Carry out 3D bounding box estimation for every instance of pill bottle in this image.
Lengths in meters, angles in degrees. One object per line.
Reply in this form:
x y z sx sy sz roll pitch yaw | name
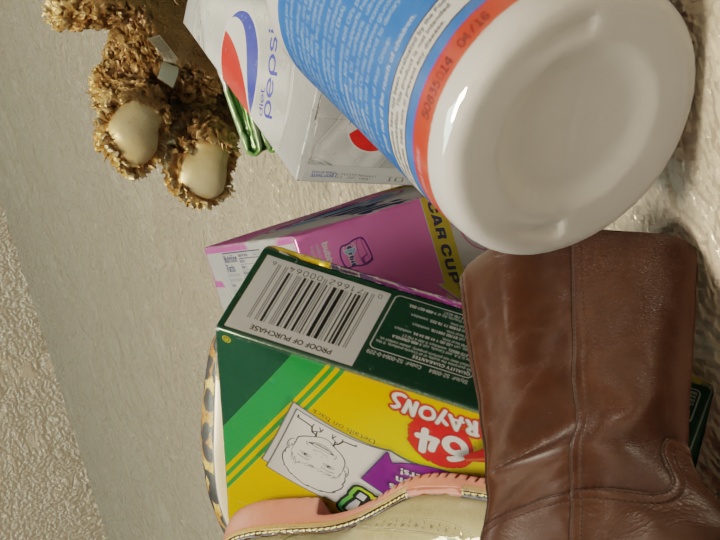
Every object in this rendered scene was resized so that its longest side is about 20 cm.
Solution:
0.030 -0.102 0.707 0.200 0.112 0.113 47 151 44 | pill bottle

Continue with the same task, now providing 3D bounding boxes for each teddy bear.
-0.127 -0.120 1.095 0.067 0.145 0.201 -43 57 36 | teddy bear

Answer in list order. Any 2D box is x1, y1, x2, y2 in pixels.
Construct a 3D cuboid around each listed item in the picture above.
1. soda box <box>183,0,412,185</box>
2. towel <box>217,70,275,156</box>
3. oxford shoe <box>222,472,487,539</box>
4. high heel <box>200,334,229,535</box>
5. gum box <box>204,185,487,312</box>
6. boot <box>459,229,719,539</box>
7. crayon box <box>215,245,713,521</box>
-0.030 -0.116 0.934 0.200 0.068 0.064 -126 44 -52 | soda box
-0.078 -0.171 1.093 0.149 0.031 0.201 -62 -45 -80 | towel
0.012 0.135 0.747 0.199 0.074 0.071 -16 123 41 | oxford shoe
-0.060 0.100 0.970 0.143 0.071 0.201 39 152 60 | high heel
0.000 0.000 0.924 0.200 0.113 0.066 178 74 -72 | gum box
0.123 0.054 0.652 0.064 0.185 0.201 70 -161 -45 | boot
0.040 0.093 0.790 0.199 0.058 0.173 17 138 15 | crayon box
